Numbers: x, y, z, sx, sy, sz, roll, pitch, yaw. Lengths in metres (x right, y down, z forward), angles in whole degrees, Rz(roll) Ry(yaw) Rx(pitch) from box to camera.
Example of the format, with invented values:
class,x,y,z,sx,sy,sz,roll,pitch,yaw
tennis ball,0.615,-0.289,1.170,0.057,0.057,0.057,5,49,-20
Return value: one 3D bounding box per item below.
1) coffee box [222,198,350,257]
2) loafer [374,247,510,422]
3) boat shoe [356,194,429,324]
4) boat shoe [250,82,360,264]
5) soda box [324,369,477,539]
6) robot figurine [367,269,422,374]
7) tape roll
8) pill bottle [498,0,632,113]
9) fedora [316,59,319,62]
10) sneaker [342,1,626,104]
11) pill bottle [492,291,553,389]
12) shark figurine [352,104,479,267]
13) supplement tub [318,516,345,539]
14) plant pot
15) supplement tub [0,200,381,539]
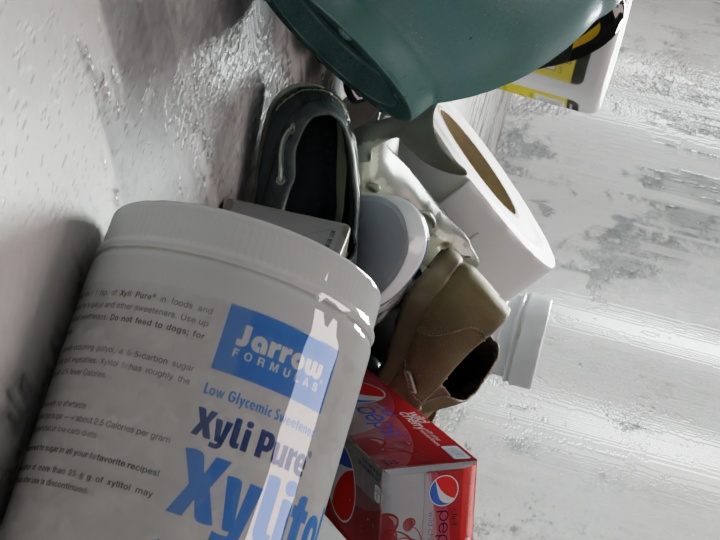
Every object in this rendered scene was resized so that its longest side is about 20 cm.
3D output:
class,x,y,z,sx,sy,sz,roll,pitch,yaw
coffee box,-0.067,0.076,0.923,0.113,0.079,0.201,-70,171,-60
loafer,0.052,0.069,1.080,0.076,0.067,0.200,-47,162,-31
boat shoe,0.000,0.000,1.050,0.200,0.065,0.074,-31,-110,56
boat shoe,-0.036,-0.012,0.967,0.062,0.072,0.201,-142,-125,-69
soda box,0.004,0.119,0.999,0.200,0.063,0.070,-144,-126,-64
robot figurine,-0.002,0.062,1.214,0.150,0.124,0.201,-18,125,-51
tape roll,0.063,-0.063,1.198,0.071,0.203,0.202,-35,-179,13
pill bottle,0.095,-0.194,1.162,0.111,0.199,0.112,16,90,-82
fedora,0.029,-0.221,1.027,0.201,0.091,0.202,15,90,-83
sneaker,0.080,-0.147,1.066,0.070,0.199,0.090,65,33,-35
pill bottle,0.064,0.040,1.394,0.109,0.199,0.109,15,90,-82
shark figurine,0.022,-0.080,1.024,0.215,0.127,0.090,80,28,-66
supplement tub,-0.038,0.286,1.305,0.132,0.131,0.201,-65,167,-56
plant pot,0.027,-0.168,0.850,0.134,0.200,0.200,-47,169,-6
supplement tub,-0.077,0.086,0.669,0.132,0.131,0.201,80,25,-73
